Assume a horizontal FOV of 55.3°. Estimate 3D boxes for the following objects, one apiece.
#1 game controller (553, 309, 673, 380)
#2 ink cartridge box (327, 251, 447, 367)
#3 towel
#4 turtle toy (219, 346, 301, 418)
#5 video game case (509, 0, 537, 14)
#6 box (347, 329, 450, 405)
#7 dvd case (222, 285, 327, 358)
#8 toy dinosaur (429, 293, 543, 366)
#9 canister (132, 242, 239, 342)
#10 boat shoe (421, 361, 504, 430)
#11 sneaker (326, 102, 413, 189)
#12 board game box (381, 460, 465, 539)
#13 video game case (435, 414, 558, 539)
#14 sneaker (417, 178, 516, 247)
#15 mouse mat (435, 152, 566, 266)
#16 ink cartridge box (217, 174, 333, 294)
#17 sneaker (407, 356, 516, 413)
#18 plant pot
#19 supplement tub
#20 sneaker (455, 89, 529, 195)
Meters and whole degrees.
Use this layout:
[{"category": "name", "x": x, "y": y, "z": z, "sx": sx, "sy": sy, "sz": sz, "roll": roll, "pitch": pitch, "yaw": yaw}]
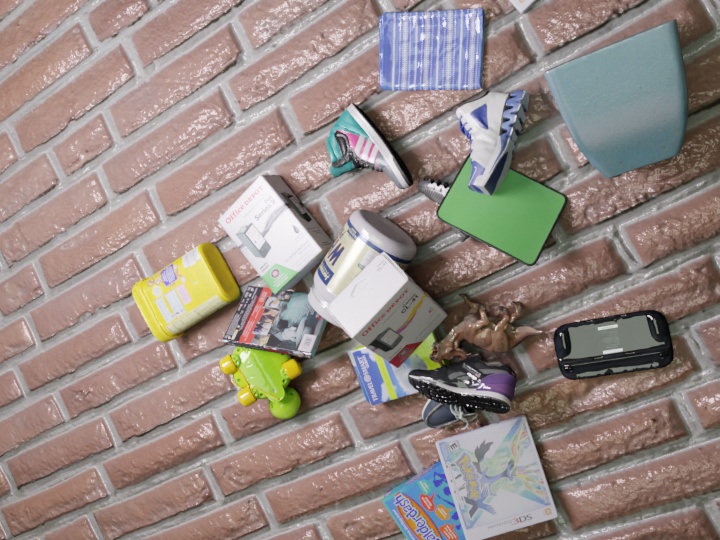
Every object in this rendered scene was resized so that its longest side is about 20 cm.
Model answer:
[{"category": "game controller", "x": 0.454, "y": 0.135, "z": 1.241, "sx": 0.199, "sy": 0.042, "sz": 0.105, "roll": -12, "pitch": 79, "yaw": 20}, {"category": "ink cartridge box", "x": 0.054, "y": 0.078, "z": 1.254, "sx": 0.148, "sy": 0.200, "sz": 0.086, "roll": -46, "pitch": 56, "yaw": 3}, {"category": "towel", "x": 0.129, "y": -0.411, "z": 1.281, "sx": 0.199, "sy": 0.024, "sz": 0.146, "roll": 4, "pitch": 100, "yaw": 19}, {"category": "turtle toy", "x": -0.195, "y": 0.221, "z": 1.443, "sx": 0.145, "sy": 0.101, "sz": 0.201, "roll": -30, "pitch": 86, "yaw": -5}, {"category": "video game case", "x": 0.299, "y": -0.586, "z": 1.195, "sx": 0.200, "sy": 0.023, "sz": 0.182, "roll": -42, "pitch": 83, "yaw": 20}, {"category": "box", "x": 0.074, "y": 0.190, "z": 1.374, "sx": 0.199, "sy": 0.048, "sz": 0.123, "roll": -21, "pitch": 90, "yaw": 20}, {"category": "dvd case", "x": -0.167, "y": 0.103, "z": 1.409, "sx": 0.199, "sy": 0.146, "sz": 0.022, "roll": 5, "pitch": 142, "yaw": 19}, {"category": "toy dinosaur", "x": 0.237, "y": 0.124, "z": 1.289, "sx": 0.199, "sy": 0.086, "sz": 0.136, "roll": 7, "pitch": 101, "yaw": 13}, {"category": "canister", "x": -0.378, "y": 0.047, "z": 1.495, "sx": 0.199, "sy": 0.087, "sz": 0.149, "roll": -30, "pitch": 87, "yaw": 19}, {"category": "boat shoe", "x": 0.203, "y": 0.253, "z": 1.321, "sx": 0.200, "sy": 0.062, "sz": 0.075, "roll": -33, "pitch": 118, "yaw": 18}, {"category": "sneaker", "x": 0.002, "y": -0.209, "z": 1.321, "sx": 0.121, "sy": 0.084, "sz": 0.200, "roll": -40, "pitch": 76, "yaw": 15}, {"category": "board game box", "x": 0.164, "y": 0.474, "z": 1.383, "sx": 0.200, "sy": 0.045, "sz": 0.152, "roll": -38, "pitch": 85, "yaw": 21}, {"category": "video game case", "x": 0.260, "y": 0.399, "z": 1.316, "sx": 0.181, "sy": 0.022, "sz": 0.201, "roll": -18, "pitch": 86, "yaw": 4}, {"category": "sneaker", "x": 0.187, "y": -0.103, "z": 1.281, "sx": 0.199, "sy": 0.066, "sz": 0.091, "roll": 26, "pitch": 103, "yaw": 12}, {"category": "mouse mat", "x": 0.253, "y": -0.114, "z": 1.234, "sx": 0.199, "sy": 0.008, "sz": 0.161, "roll": 28, "pitch": 71, "yaw": 10}, {"category": "ink cartridge box", "x": -0.173, "y": -0.076, "z": 1.403, "sx": 0.146, "sy": 0.084, "sz": 0.200, "roll": -42, "pitch": 82, "yaw": 19}, {"category": "sneaker", "x": 0.190, "y": 0.200, "z": 1.272, "sx": 0.199, "sy": 0.076, "sz": 0.088, "roll": 9, "pitch": 57, "yaw": 25}, {"category": "plant pot", "x": 0.426, "y": -0.267, "z": 1.114, "sx": 0.195, "sy": 0.196, "sz": 0.201, "roll": -19, "pitch": 101, "yaw": 21}, {"category": "supplement tub", "x": 0.000, "y": 0.000, "z": 1.320, "sx": 0.145, "sy": 0.145, "sz": 0.200, "roll": 37, "pitch": 107, "yaw": 11}, {"category": "sneaker", "x": 0.219, "y": -0.239, "z": 1.239, "sx": 0.115, "sy": 0.081, "sz": 0.200, "roll": 19, "pitch": 83, "yaw": 25}]
